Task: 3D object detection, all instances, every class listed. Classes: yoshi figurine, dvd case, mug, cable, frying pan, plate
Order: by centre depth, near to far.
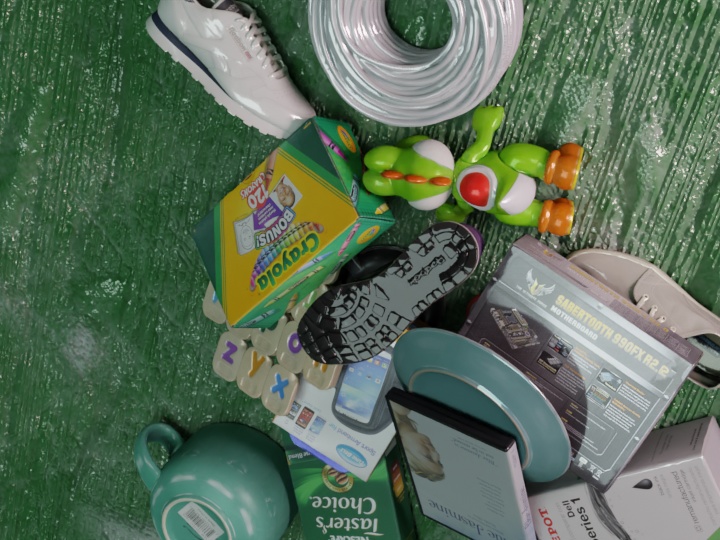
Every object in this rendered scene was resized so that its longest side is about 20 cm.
[{"bbox_3d":[0.048,-0.234,1.272,0.200,0.069,0.200,-32,99,32],"label":"cable"},{"bbox_3d":[0.107,0.135,1.309,0.200,0.026,0.200,30,149,20],"label":"plate"},{"bbox_3d":[0.104,-0.092,1.315,0.200,0.113,0.112,8,157,5],"label":"yoshi figurine"},{"bbox_3d":[0.102,0.205,1.366,0.143,0.018,0.200,21,145,33],"label":"dvd case"},{"bbox_3d":[0.015,-0.003,1.418,0.115,0.031,0.190,-16,109,27],"label":"frying pan"},{"bbox_3d":[-0.173,0.261,1.566,0.185,0.114,0.152,4,115,21],"label":"mug"}]

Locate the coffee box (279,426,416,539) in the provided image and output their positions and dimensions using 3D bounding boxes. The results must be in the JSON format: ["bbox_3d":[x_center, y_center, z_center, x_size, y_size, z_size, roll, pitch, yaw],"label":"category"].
[{"bbox_3d":[-0.014,0.227,1.523,0.123,0.044,0.200,-1,112,23],"label":"coffee box"}]

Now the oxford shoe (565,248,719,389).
[{"bbox_3d":[0.275,0.045,1.309,0.200,0.058,0.075,33,123,8],"label":"oxford shoe"}]

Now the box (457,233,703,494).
[{"bbox_3d":[0.190,0.086,1.299,0.200,0.048,0.159,34,113,13],"label":"box"}]

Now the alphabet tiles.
[{"bbox_3d":[-0.083,0.039,1.427,0.200,0.015,0.196,29,107,37],"label":"alphabet tiles"}]

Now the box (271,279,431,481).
[{"bbox_3d":[-0.005,0.123,1.430,0.119,0.041,0.200,31,112,6],"label":"box"}]

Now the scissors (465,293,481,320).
[{"bbox_3d":[0.106,0.105,1.433,0.073,0.014,0.200,34,120,4],"label":"scissors"}]

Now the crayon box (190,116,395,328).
[{"bbox_3d":[-0.070,-0.043,1.372,0.200,0.058,0.119,-40,64,31],"label":"crayon box"}]

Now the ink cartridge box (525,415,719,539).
[{"bbox_3d":[0.279,0.245,1.382,0.200,0.084,0.146,-21,103,29],"label":"ink cartridge box"}]

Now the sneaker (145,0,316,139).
[{"bbox_3d":[-0.116,-0.208,1.355,0.200,0.076,0.081,40,113,0],"label":"sneaker"}]

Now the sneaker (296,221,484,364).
[{"bbox_3d":[0.035,0.025,1.329,0.200,0.088,0.076,-32,86,14],"label":"sneaker"}]
